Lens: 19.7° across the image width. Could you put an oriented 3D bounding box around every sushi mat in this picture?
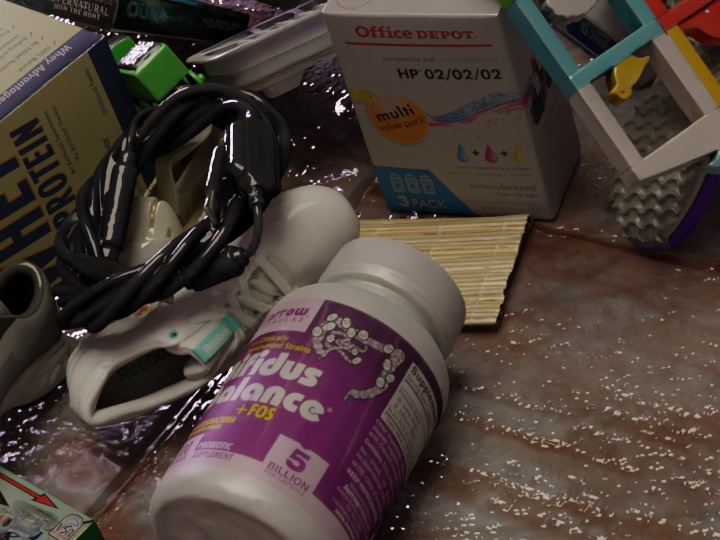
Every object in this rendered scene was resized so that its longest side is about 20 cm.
[{"bbox_3d":[0.000,0.000,1.263,0.199,0.012,0.096,-1,45,21],"label":"sushi mat"}]

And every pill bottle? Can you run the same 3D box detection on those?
[{"bbox_3d":[-0.020,0.078,1.108,0.112,0.113,0.200,8,47,29],"label":"pill bottle"}]

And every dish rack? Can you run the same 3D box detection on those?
[{"bbox_3d":[-0.024,-0.157,1.369,0.171,0.044,0.200,-25,8,-7],"label":"dish rack"}]

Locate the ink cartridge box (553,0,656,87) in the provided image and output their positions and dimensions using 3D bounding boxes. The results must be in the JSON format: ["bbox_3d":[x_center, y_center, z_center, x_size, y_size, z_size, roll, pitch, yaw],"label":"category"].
[{"bbox_3d":[0.208,-0.226,1.408,0.200,0.041,0.200,-31,42,-13],"label":"ink cartridge box"}]

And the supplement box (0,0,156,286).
[{"bbox_3d":[-0.274,-0.069,1.355,0.199,0.135,0.200,23,56,39],"label":"supplement box"}]

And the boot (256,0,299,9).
[{"bbox_3d":[-0.085,-0.246,1.479,0.138,0.078,0.200,13,43,8],"label":"boot"}]

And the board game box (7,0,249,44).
[{"bbox_3d":[-0.197,-0.197,1.488,0.200,0.028,0.135,19,12,36],"label":"board game box"}]

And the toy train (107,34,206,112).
[{"bbox_3d":[-0.156,-0.131,1.388,0.042,0.056,0.200,-47,23,-11],"label":"toy train"}]

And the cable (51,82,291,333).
[{"bbox_3d":[-0.114,-0.037,1.225,0.163,0.051,0.200,-35,31,16],"label":"cable"}]

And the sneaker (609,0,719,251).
[{"bbox_3d":[0.219,-0.097,1.234,0.069,0.099,0.201,6,74,50],"label":"sneaker"}]

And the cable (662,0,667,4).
[{"bbox_3d":[0.120,-0.189,1.265,0.199,0.050,0.097,1,47,-34],"label":"cable"}]

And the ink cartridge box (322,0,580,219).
[{"bbox_3d":[0.052,-0.127,1.238,0.115,0.200,0.068,3,45,25],"label":"ink cartridge box"}]

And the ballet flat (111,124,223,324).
[{"bbox_3d":[-0.123,-0.037,1.315,0.075,0.064,0.200,3,46,22],"label":"ballet flat"}]

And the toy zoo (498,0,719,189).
[{"bbox_3d":[0.163,-0.137,1.163,0.131,0.020,0.200,-34,87,-19],"label":"toy zoo"}]

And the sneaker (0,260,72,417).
[{"bbox_3d":[-0.234,0.063,1.199,0.074,0.080,0.200,7,31,16],"label":"sneaker"}]

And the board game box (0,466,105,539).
[{"bbox_3d":[-0.256,0.159,1.177,0.200,0.029,0.135,22,54,38],"label":"board game box"}]

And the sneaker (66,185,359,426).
[{"bbox_3d":[-0.080,0.030,1.190,0.200,0.075,0.089,-38,12,1],"label":"sneaker"}]
